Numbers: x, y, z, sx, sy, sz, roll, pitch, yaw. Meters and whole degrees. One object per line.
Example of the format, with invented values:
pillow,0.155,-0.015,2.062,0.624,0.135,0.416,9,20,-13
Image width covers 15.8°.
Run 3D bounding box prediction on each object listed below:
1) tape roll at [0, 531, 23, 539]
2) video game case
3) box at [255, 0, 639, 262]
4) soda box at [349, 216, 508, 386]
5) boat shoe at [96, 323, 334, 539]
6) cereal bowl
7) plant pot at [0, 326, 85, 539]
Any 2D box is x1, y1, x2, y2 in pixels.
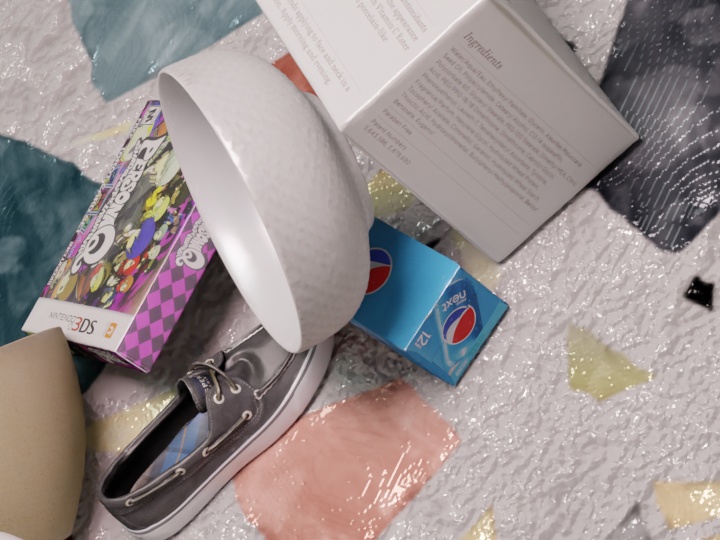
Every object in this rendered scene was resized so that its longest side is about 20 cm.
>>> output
tape roll,-0.240,0.269,1.654,0.071,0.202,0.203,15,73,41
video game case,-0.150,-0.029,1.839,0.181,0.036,0.200,9,68,62
box,0.047,-0.146,1.695,0.131,0.200,0.199,-41,47,11
soda box,0.000,0.000,1.733,0.200,0.064,0.068,30,85,44
boat shoe,-0.102,0.094,1.749,0.200,0.066,0.070,-45,47,5
cereal bowl,-0.049,-0.054,1.641,0.083,0.200,0.200,-27,46,-12
plant pot,-0.268,0.141,1.780,0.200,0.200,0.135,-26,88,21
